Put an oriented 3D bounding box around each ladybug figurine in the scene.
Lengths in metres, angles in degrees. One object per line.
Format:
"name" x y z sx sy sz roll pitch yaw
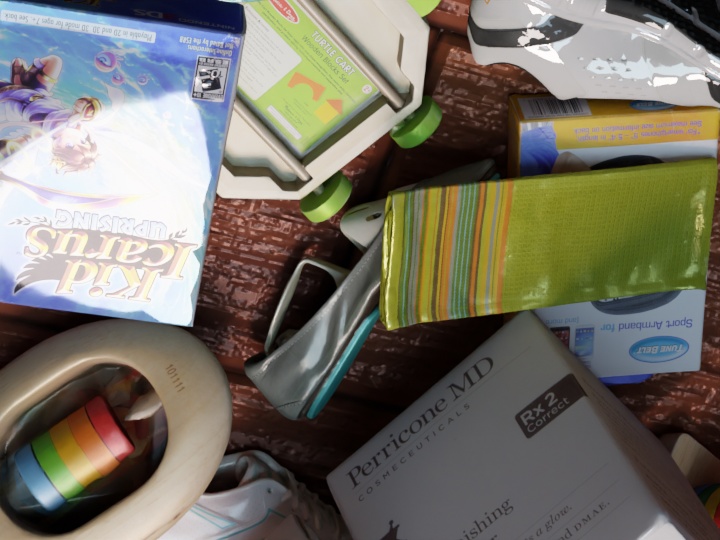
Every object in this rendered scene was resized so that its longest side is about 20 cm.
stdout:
"ladybug figurine" -0.162 0.109 1.254 0.199 0.072 0.136 -30 79 4

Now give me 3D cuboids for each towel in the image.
"towel" 0.108 -0.015 1.205 0.198 0.018 0.087 -7 122 -15

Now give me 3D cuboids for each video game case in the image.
"video game case" -0.173 -0.067 1.143 0.198 0.046 0.182 7 120 -9

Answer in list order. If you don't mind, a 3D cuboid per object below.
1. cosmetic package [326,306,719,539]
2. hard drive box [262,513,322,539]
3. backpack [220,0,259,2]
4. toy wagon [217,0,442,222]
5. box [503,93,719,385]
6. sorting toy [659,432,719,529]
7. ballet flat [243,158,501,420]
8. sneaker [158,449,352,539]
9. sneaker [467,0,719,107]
"cosmetic package" 0.112 0.167 1.215 0.165 0.200 0.165 -40 128 7
"hard drive box" 0.013 0.252 1.219 0.077 0.156 0.200 -42 106 -1
"backpack" 0.002 -0.234 1.049 0.198 0.154 0.177 -2 123 5
"toy wagon" -0.021 -0.124 1.176 0.200 0.040 0.155 -38 117 13
"box" 0.146 -0.010 1.262 0.118 0.042 0.201 -4 118 -5
"sorting toy" 0.242 0.235 1.325 0.198 0.201 0.069 38 152 -25
"ballet flat" 0.000 0.000 1.238 0.064 0.067 0.200 40 108 7
"sneaker" -0.051 0.159 1.317 0.199 0.070 0.081 12 106 -16
"sneaker" 0.150 -0.127 1.188 0.199 0.074 0.080 21 129 -13
